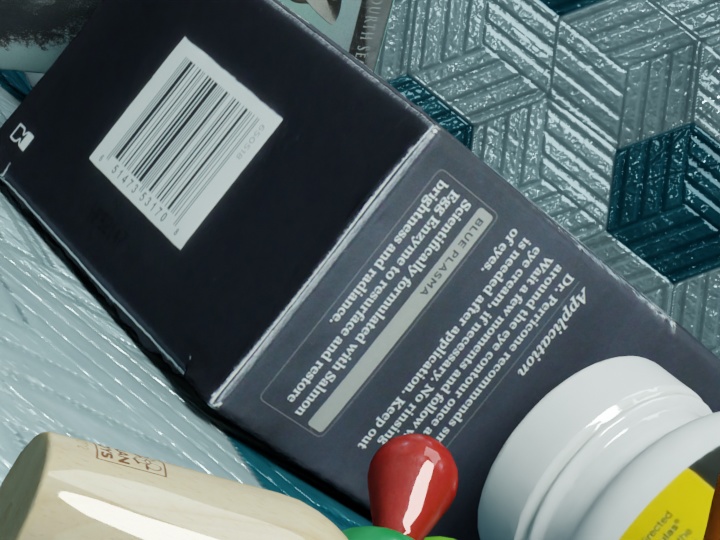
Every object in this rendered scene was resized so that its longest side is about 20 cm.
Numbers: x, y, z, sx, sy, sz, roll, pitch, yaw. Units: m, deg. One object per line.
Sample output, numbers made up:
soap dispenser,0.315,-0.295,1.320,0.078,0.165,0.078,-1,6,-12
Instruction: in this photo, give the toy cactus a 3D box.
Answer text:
toy cactus,0.016,0.070,0.400,0.165,0.102,0.200,27,15,-18

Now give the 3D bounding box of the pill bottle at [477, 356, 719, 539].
pill bottle,0.130,0.114,0.697,0.200,0.113,0.112,41,4,37

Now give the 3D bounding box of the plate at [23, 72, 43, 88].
plate,-0.083,-0.037,1.146,0.199,0.032,0.200,36,4,-29

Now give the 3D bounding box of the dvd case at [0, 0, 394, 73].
dvd case,-0.083,-0.122,0.862,0.199,0.022,0.146,5,-35,-9

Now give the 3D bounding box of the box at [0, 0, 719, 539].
box,0.000,0.000,0.830,0.200,0.118,0.197,37,3,-41
